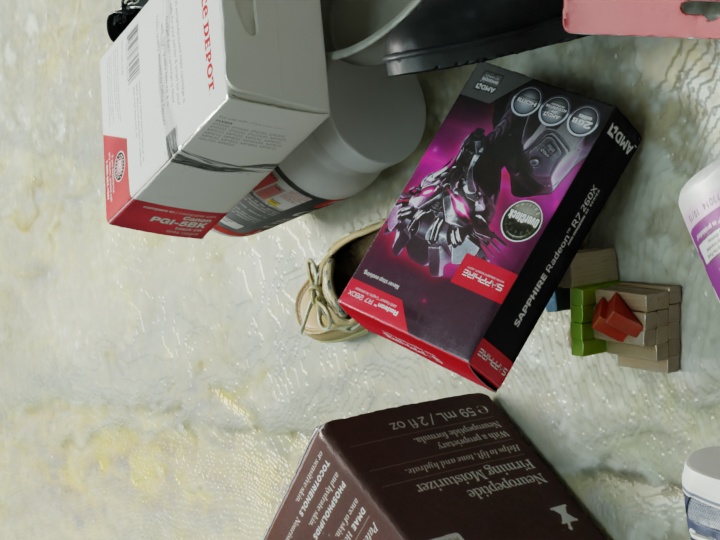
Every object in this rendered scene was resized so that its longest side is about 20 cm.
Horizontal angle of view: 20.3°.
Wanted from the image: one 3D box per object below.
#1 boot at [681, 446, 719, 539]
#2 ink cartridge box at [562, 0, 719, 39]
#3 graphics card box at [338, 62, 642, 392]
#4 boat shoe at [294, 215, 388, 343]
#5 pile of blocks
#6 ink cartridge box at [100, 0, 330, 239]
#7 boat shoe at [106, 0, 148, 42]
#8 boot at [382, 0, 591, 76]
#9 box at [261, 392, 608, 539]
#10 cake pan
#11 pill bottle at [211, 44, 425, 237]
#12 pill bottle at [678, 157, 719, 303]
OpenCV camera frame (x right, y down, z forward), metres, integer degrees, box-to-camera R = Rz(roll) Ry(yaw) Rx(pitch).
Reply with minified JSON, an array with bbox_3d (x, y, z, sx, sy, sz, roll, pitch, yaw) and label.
[{"bbox_3d":[0.278,0.175,1.224,0.200,0.073,0.090,20,120,54],"label":"boot"},{"bbox_3d":[0.199,-0.220,1.174,0.200,0.084,0.176,5,101,25],"label":"ink cartridge box"},{"bbox_3d":[0.086,-0.033,1.340,0.125,0.051,0.200,25,80,41],"label":"graphics card box"},{"bbox_3d":[0.000,0.000,1.522,0.200,0.063,0.073,-40,67,46],"label":"boat shoe"},{"bbox_3d":[0.131,0.010,1.367,0.200,0.062,0.082,40,125,40],"label":"pile of blocks"},{"bbox_3d":[-0.106,-0.131,1.422,0.200,0.083,0.147,-39,49,50],"label":"ink cartridge box"},{"bbox_3d":[-0.176,-0.196,1.659,0.075,0.066,0.200,119,148,-47],"label":"boat shoe"},{"bbox_3d":[0.091,-0.219,1.280,0.073,0.198,0.163,-165,60,-73],"label":"boot"},{"bbox_3d":[0.055,0.219,1.413,0.200,0.166,0.164,50,130,32],"label":"box"},{"bbox_3d":[0.027,-0.225,1.401,0.200,0.037,0.200,-34,39,33],"label":"cake pan"},{"bbox_3d":[-0.049,-0.101,1.523,0.200,0.116,0.116,-19,82,50],"label":"pill bottle"},{"bbox_3d":[0.271,0.024,1.163,0.112,0.112,0.200,-38,67,46],"label":"pill bottle"}]
